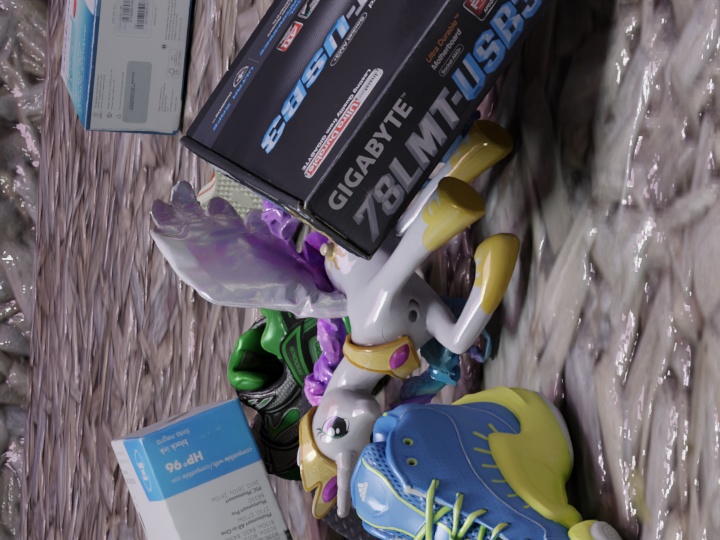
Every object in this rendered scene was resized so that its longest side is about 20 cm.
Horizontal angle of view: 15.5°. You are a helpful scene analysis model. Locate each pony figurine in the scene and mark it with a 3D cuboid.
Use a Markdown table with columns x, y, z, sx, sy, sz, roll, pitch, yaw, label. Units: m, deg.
| x | y | z | sx | sy | sz | roll | pitch | yaw | label |
| --- | --- | --- | --- | --- | --- | --- | --- | --- | --- |
| 0.000 | 0.000 | 1.334 | 0.201 | 0.166 | 0.194 | -61 | 34 | 29 | pony figurine |

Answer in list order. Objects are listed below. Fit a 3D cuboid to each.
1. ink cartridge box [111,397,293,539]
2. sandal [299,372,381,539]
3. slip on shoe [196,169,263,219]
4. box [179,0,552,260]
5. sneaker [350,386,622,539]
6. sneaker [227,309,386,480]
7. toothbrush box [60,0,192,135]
| x | y | z | sx | sy | sz | roll | pitch | yaw | label |
| --- | --- | --- | --- | --- | --- | --- | --- | --- | --- |
| -0.077 | 0.183 | 1.579 | 0.116 | 0.067 | 0.201 | 160 | 89 | -76 | ink cartridge box |
| 0.018 | 0.119 | 1.425 | 0.200 | 0.045 | 0.076 | -135 | 43 | -53 | sandal |
| -0.067 | -0.058 | 1.765 | 0.061 | 0.074 | 0.200 | -55 | -8 | -26 | slip on shoe |
| 0.013 | -0.114 | 1.228 | 0.201 | 0.050 | 0.198 | -55 | 22 | -1 | box |
| 0.051 | 0.122 | 1.139 | 0.200 | 0.104 | 0.076 | -110 | 26 | -59 | sneaker |
| -0.042 | 0.061 | 1.573 | 0.200 | 0.085 | 0.078 | 113 | 156 | -56 | sneaker |
| -0.202 | -0.213 | 2.281 | 0.200 | 0.085 | 0.147 | -120 | 36 | -68 | toothbrush box |
